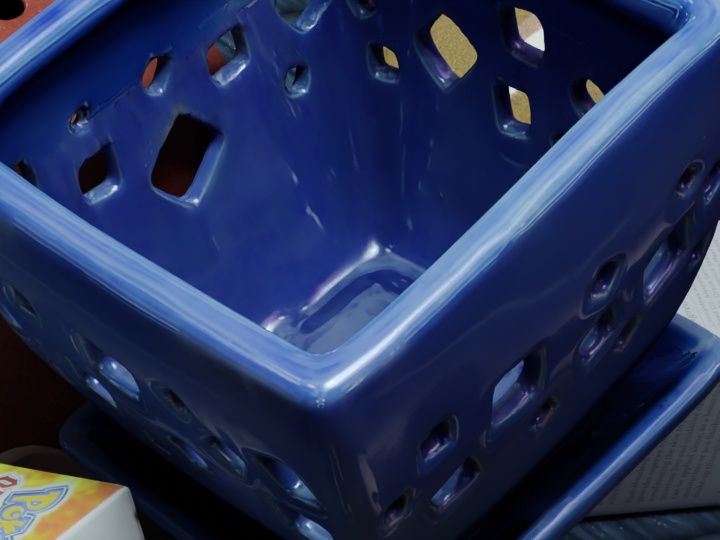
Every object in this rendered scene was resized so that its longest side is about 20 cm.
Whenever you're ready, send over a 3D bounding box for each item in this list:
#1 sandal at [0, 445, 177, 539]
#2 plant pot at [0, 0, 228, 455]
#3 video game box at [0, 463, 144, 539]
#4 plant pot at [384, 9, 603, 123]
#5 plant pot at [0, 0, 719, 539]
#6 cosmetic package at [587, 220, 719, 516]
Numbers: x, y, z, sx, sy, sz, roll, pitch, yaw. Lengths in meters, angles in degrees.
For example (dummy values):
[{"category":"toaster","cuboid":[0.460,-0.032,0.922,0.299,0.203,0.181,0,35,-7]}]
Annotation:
[{"category":"sandal","cuboid":[-0.045,0.108,0.916,0.199,0.054,0.081,22,47,-13]},{"category":"plant pot","cuboid":[-0.143,-0.035,0.962,0.199,0.177,0.200,-13,50,-27]},{"category":"video game box","cuboid":[-0.193,0.119,0.767,0.182,0.047,0.200,8,31,35]},{"category":"plant pot","cuboid":[0.070,-0.062,1.069,0.200,0.187,0.186,-37,62,-23]},{"category":"plant pot","cuboid":[0.000,0.000,0.828,0.200,0.180,0.200,29,58,36]},{"category":"cosmetic package","cuboid":[0.101,0.040,1.007,0.199,0.102,0.071,-3,45,-19]}]
